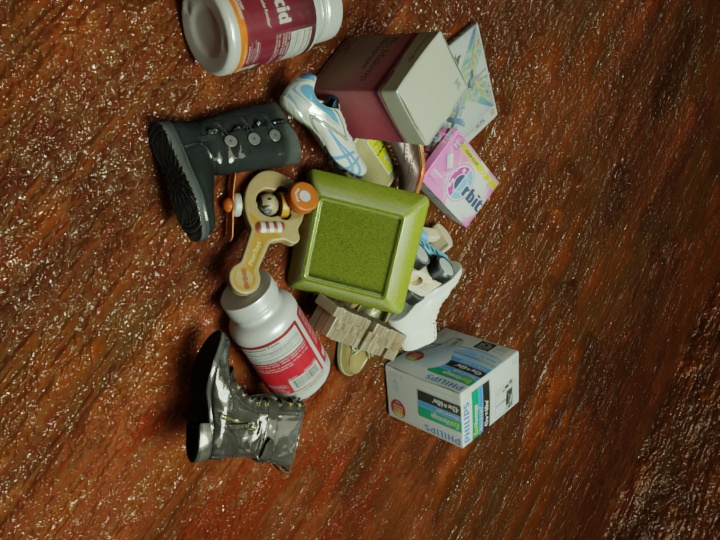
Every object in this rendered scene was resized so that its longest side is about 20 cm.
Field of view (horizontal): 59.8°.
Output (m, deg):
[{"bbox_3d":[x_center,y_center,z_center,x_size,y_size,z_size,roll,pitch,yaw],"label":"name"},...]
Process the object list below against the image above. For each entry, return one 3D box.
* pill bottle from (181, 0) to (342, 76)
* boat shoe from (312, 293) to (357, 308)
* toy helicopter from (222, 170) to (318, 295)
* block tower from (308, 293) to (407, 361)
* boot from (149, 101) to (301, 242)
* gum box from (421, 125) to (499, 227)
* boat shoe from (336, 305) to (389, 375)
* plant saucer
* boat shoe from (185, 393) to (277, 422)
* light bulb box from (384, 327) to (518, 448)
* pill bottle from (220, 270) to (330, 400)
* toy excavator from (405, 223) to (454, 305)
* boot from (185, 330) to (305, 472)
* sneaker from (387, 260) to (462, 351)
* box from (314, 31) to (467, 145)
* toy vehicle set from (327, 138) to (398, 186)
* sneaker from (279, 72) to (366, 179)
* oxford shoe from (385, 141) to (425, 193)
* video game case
[{"bbox_3d":[-0.126,-0.340,0.840,0.199,0.114,0.115,-31,123,-36],"label":"pill bottle"},{"bbox_3d":[0.000,0.000,1.052,0.070,0.071,0.200,24,119,-41],"label":"boat shoe"},{"bbox_3d":[-0.154,-0.060,0.917,0.132,0.079,0.201,27,64,-21],"label":"toy helicopter"},{"bbox_3d":[-0.004,0.100,1.064,0.200,0.054,0.058,29,90,-48],"label":"block tower"},{"bbox_3d":[-0.168,-0.141,0.867,0.199,0.065,0.166,-21,94,-43],"label":"boot"},{"bbox_3d":[0.174,-0.186,1.214,0.114,0.066,0.200,-53,136,1],"label":"gum box"},{"bbox_3d":[0.018,0.103,1.163,0.073,0.063,0.202,32,79,-46],"label":"boat shoe"},{"bbox_3d":[-0.010,-0.039,0.987,0.048,0.198,0.201,-65,168,-74],"label":"plant saucer"},{"bbox_3d":[-0.184,0.232,1.000,0.200,0.060,0.076,28,57,-45],"label":"boat shoe"},{"bbox_3d":[0.188,0.231,1.280,0.199,0.197,0.126,-24,117,-40],"label":"light bulb box"},{"bbox_3d":[-0.133,0.101,0.972,0.112,0.112,0.201,-46,130,-26],"label":"pill bottle"},{"bbox_3d":[0.112,-0.038,1.163,0.194,0.100,0.201,27,39,-33],"label":"toy excavator"},{"bbox_3d":[-0.160,0.195,0.922,0.173,0.069,0.202,10,85,-35],"label":"boot"},{"bbox_3d":[0.139,0.076,1.280,0.200,0.074,0.116,-39,129,-19],"label":"sneaker"},{"bbox_3d":[0.039,-0.281,0.965,0.128,0.199,0.109,-56,133,-17],"label":"box"},{"bbox_3d":[0.036,-0.222,1.107,0.201,0.026,0.124,-56,134,-18],"label":"toy vehicle set"},{"bbox_3d":[-0.042,-0.215,0.958,0.072,0.072,0.200,-43,133,3],"label":"sneaker"},{"bbox_3d":[0.073,-0.210,1.096,0.072,0.071,0.202,-3,110,-16],"label":"oxford shoe"},{"bbox_3d":[0.197,-0.351,1.237,0.182,0.022,0.201,-45,130,-28],"label":"video game case"}]
